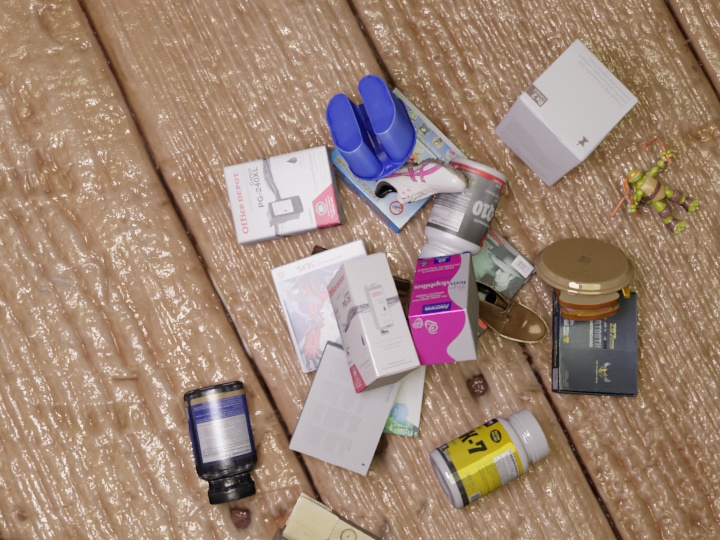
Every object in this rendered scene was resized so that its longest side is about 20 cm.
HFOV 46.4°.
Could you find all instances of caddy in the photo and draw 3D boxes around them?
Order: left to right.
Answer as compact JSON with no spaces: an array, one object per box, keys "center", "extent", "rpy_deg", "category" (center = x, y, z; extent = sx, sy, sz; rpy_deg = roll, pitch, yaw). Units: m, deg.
[{"center":[0.022,-0.255,1.527],"extent":[0.140,0.105,0.202],"rpy_deg":[-28,50,13],"category":"caddy"}]

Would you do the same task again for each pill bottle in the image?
[{"center":[-0.246,0.306,1.496],"extent":[0.110,0.112,0.203],"rpy_deg":[-11,84,-7],"category":"pill bottle"},{"center":[0.187,-0.098,1.563],"extent":[0.113,0.114,0.202],"rpy_deg":[20,91,-2],"category":"pill bottle"},{"center":[0.236,0.340,1.534],"extent":[0.198,0.114,0.115],"rpy_deg":[-25,85,-9],"category":"pill bottle"}]

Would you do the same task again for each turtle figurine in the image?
[{"center":[0.577,-0.146,1.659],"extent":[0.161,0.064,0.201],"rpy_deg":[37,72,-7],"category":"turtle figurine"}]

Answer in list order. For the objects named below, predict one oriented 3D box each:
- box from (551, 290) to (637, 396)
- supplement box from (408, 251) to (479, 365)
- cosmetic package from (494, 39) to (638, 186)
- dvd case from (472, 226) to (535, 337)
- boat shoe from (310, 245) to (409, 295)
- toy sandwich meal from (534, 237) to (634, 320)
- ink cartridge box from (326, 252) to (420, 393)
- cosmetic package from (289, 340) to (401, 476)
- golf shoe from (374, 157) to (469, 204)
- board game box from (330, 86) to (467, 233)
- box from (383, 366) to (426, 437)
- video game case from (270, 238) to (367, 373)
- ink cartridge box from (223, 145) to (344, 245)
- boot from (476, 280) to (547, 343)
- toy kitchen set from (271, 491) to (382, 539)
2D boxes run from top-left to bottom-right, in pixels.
[{"center":[0.450,0.138,1.614],"extent":[0.155,0.051,0.203],"rpy_deg":[4,81,-5],"category":"box"},{"center":[0.146,0.062,1.438],"extent":[0.100,0.201,0.104],"rpy_deg":[-8,119,13],"category":"supplement box"},{"center":[0.383,-0.293,1.593],"extent":[0.165,0.200,0.165],"rpy_deg":[45,81,2],"category":"cosmetic package"},{"center":[0.226,0.023,1.625],"extent":[0.146,0.022,0.200],"rpy_deg":[41,82,1],"category":"dvd case"},{"center":[0.000,0.000,1.581],"extent":[0.197,0.070,0.071],"rpy_deg":[12,86,-3],"category":"boat shoe"},{"center":[0.422,0.013,1.584],"extent":[0.202,0.206,0.071],"rpy_deg":[-7,123,-6],"category":"toy sandwich meal"},{"center":[0.017,0.091,1.426],"extent":[0.082,0.147,0.202],"rpy_deg":[-12,75,-18],"category":"ink cartridge box"},{"center":[-0.026,0.248,1.513],"extent":[0.149,0.052,0.202],"rpy_deg":[21,94,-3],"category":"cosmetic package"},{"center":[0.110,-0.155,1.517],"extent":[0.072,0.199,0.093],"rpy_deg":[32,78,-44],"category":"golf shoe"},{"center":[0.069,-0.212,1.626],"extent":[0.200,0.056,0.196],"rpy_deg":[45,81,2],"category":"board game box"},{"center":[0.018,0.226,1.570],"extent":[0.197,0.036,0.146],"rpy_deg":[8,81,-2],"category":"box"},{"center":[-0.051,0.065,1.539],"extent":[0.180,0.023,0.203],"rpy_deg":[-18,91,3],"category":"video game case"},{"center":[-0.142,-0.137,1.555],"extent":[0.197,0.083,0.147],"rpy_deg":[-12,91,5],"category":"ink cartridge box"},{"center":[0.266,0.077,1.573],"extent":[0.198,0.075,0.074],"rpy_deg":[29,79,-2],"category":"boot"},{"center":[-0.078,0.525,1.455],"extent":[0.179,0.163,0.202],"rpy_deg":[30,81,0],"category":"toy kitchen set"}]
